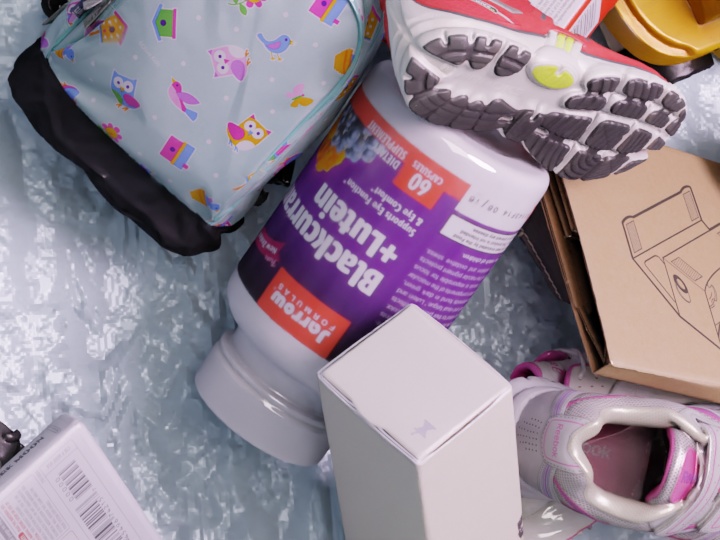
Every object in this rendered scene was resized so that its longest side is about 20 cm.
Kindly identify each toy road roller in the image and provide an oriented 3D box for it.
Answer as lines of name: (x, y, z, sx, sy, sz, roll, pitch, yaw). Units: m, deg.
toy road roller: (0.220, -0.185, 1.533, 0.200, 0.146, 0.123, -24, 91, -22)

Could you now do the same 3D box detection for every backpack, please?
backpack: (-0.067, -0.116, 1.389, 0.167, 0.127, 0.200, 42, 111, -13)

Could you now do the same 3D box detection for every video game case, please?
video game case: (-0.162, 0.204, 1.360, 0.182, 0.023, 0.200, -43, 120, -21)

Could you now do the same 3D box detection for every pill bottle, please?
pill bottle: (0.000, 0.000, 1.406, 0.111, 0.111, 0.200, 31, 106, -13)

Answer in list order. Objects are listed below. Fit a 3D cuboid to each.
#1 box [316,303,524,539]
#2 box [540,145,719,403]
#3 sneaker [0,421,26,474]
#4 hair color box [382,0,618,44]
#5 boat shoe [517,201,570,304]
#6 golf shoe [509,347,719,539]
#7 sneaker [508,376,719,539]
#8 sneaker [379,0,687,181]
box: (0.035, 0.115, 1.390, 0.068, 0.200, 0.082, -36, 57, -22)
box: (0.183, 0.001, 1.489, 0.200, 0.021, 0.164, 14, 50, -40)
sneaker: (-0.223, 0.078, 1.369, 0.098, 0.071, 0.201, -15, 89, -21)
hair color box: (0.035, -0.177, 1.467, 0.200, 0.061, 0.102, 34, 72, 14)
boat shoe: (0.081, -0.071, 1.516, 0.057, 0.067, 0.200, -18, 87, 15)
golf shoe: (0.137, 0.073, 1.492, 0.200, 0.075, 0.092, -37, 115, -22)
sneaker: (0.166, 0.109, 1.427, 0.200, 0.088, 0.081, 9, 92, -22)
sneaker: (0.090, -0.109, 1.365, 0.200, 0.077, 0.085, 20, 37, -42)
